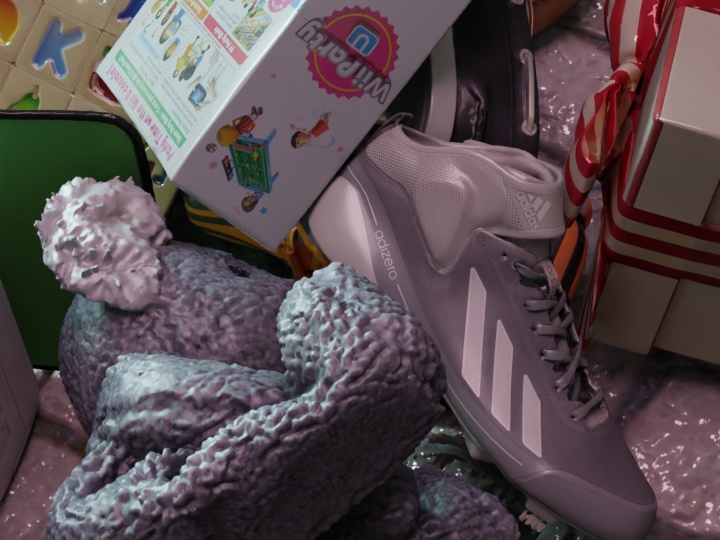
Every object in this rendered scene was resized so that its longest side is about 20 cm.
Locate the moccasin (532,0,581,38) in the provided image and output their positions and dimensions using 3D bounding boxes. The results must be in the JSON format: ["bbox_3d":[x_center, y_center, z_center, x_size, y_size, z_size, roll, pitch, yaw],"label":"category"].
[{"bbox_3d":[0.027,-0.146,1.214,0.201,0.078,0.074,-11,51,-1],"label":"moccasin"}]

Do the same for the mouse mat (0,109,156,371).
[{"bbox_3d":[-0.183,-0.013,1.083,0.200,0.161,0.008,4,45,11],"label":"mouse mat"}]

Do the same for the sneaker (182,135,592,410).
[{"bbox_3d":[0.000,0.000,1.102,0.200,0.078,0.112,4,61,23],"label":"sneaker"}]

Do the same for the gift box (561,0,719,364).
[{"bbox_3d":[0.184,-0.046,1.051,0.187,0.200,0.185,16,51,2],"label":"gift box"}]

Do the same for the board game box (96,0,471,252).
[{"bbox_3d":[-0.019,-0.127,1.046,0.200,0.064,0.148,-51,29,8],"label":"board game box"}]

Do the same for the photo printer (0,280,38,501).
[{"bbox_3d":[-0.206,0.050,1.009,0.069,0.200,0.166,9,54,15],"label":"photo printer"}]

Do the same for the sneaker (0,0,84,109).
[{"bbox_3d":[-0.166,-0.108,1.192,0.200,0.076,0.081,-38,59,13],"label":"sneaker"}]

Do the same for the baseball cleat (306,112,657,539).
[{"bbox_3d":[0.066,0.021,0.995,0.200,0.106,0.070,45,24,4],"label":"baseball cleat"}]

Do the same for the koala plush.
[{"bbox_3d":[-0.066,0.058,0.993,0.184,0.177,0.200,-28,47,-4],"label":"koala plush"}]

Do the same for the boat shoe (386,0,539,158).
[{"bbox_3d":[0.046,-0.124,1.099,0.060,0.076,0.200,11,60,-18],"label":"boat shoe"}]

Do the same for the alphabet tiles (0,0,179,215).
[{"bbox_3d":[-0.151,-0.092,1.153,0.166,0.006,0.200,26,92,11],"label":"alphabet tiles"}]

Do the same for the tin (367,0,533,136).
[{"bbox_3d":[-0.004,-0.139,1.161,0.200,0.042,0.112,40,84,17],"label":"tin"}]
